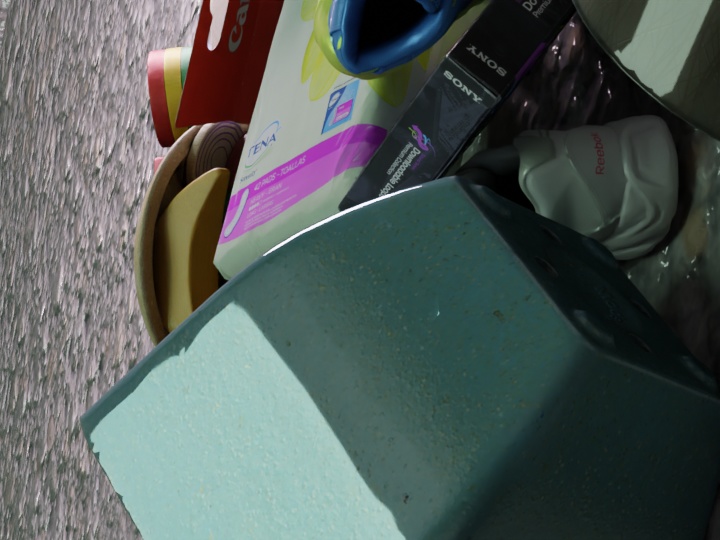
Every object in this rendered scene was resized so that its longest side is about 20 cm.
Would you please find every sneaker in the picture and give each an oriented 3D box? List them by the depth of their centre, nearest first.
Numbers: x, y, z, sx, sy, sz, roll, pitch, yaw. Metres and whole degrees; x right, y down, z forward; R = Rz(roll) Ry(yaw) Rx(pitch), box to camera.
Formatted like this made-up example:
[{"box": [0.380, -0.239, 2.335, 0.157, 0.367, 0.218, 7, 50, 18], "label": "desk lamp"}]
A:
[{"box": [0.053, -0.163, 1.038, 0.200, 0.076, 0.105, -52, 10, 16], "label": "sneaker"}, {"box": [0.072, -0.019, 1.080, 0.200, 0.099, 0.078, 123, 148, -53], "label": "sneaker"}]

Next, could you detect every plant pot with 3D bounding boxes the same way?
[{"box": [0.040, 0.078, 0.953, 0.200, 0.196, 0.196, -49, 50, 16], "label": "plant pot"}]

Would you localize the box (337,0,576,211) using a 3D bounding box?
[{"box": [0.074, -0.114, 1.055, 0.200, 0.036, 0.143, -53, 0, -35], "label": "box"}]

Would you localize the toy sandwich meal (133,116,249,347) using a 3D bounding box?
[{"box": [-0.062, 0.002, 1.370, 0.070, 0.205, 0.206, -1, 79, 36], "label": "toy sandwich meal"}]

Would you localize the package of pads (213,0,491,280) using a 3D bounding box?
[{"box": [-0.001, -0.087, 1.186, 0.154, 0.068, 0.200, -25, 46, 56], "label": "package of pads"}]

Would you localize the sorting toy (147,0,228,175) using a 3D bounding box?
[{"box": [-0.103, -0.057, 1.551, 0.200, 0.069, 0.199, 78, -174, -56], "label": "sorting toy"}]

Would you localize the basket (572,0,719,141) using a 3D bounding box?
[{"box": [0.175, -0.165, 0.792, 0.180, 0.136, 0.200, -97, 27, -53], "label": "basket"}]

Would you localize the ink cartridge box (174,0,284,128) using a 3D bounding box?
[{"box": [-0.029, -0.162, 1.355, 0.200, 0.057, 0.163, -23, -51, -66], "label": "ink cartridge box"}]
